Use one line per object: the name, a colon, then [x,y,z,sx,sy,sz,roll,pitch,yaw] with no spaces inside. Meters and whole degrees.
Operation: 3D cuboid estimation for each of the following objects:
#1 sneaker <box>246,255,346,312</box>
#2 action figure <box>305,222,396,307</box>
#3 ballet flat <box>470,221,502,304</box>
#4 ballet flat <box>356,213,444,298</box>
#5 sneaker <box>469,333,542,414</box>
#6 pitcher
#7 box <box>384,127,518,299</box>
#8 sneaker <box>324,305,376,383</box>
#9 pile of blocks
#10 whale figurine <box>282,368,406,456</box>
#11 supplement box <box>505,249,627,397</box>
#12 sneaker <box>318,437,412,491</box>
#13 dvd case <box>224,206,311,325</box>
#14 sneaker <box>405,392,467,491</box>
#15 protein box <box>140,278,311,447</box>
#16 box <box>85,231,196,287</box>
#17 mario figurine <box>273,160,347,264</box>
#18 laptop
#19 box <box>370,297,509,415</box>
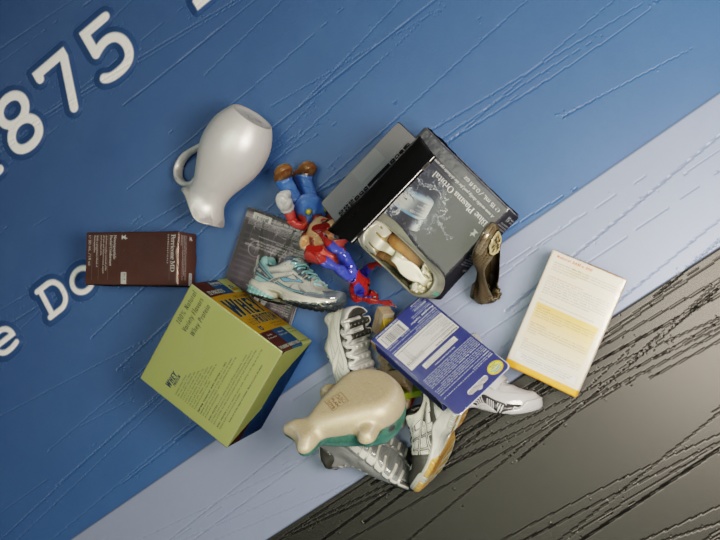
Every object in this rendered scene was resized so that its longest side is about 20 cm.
sneaker: [-0.108,0.018,1.481,0.198,0.077,0.087,10,82,30]
action figure: [0.000,0.000,1.420,0.098,0.200,0.066,2,61,30]
ballet flat: [0.205,-0.004,1.364,0.046,0.201,0.067,33,63,23]
ballet flat: [0.051,-0.032,1.351,0.200,0.064,0.068,42,104,15]
sneaker: [0.201,0.166,1.408,0.198,0.075,0.116,7,92,20]
pitcher: [-0.256,-0.206,1.555,0.172,0.121,0.201,45,112,29]
box: [0.120,-0.090,1.427,0.197,0.117,0.200,46,101,14]
sneaker: [-0.020,0.161,1.487,0.080,0.075,0.203,-2,93,42]
pile of blocks: [0.072,0.158,1.451,0.082,0.062,0.203,-11,86,58]
whale figurine: [-0.020,0.242,1.374,0.199,0.105,0.159,-26,35,-21]
supplement box: [0.327,0.083,1.376,0.125,0.073,0.202,24,94,17]
sneaker: [0.003,0.321,1.473,0.199,0.075,0.116,37,133,-6]
dvd case: [-0.168,0.003,1.560,0.147,0.016,0.202,19,92,15]
sneaker: [0.109,0.261,1.400,0.087,0.075,0.202,28,112,22]
protein box: [-0.232,0.154,1.499,0.199,0.135,0.200,34,103,14]
box: [-0.409,-0.020,1.606,0.198,0.075,0.101,-1,87,15]
mario figurine: [-0.072,-0.102,1.486,0.122,0.106,0.201,-25,73,-3]
laptop: [0.010,-0.149,1.323,0.187,0.116,0.200,-45,42,7]
box: [0.125,0.136,1.361,0.121,0.033,0.200,-39,54,-16]
